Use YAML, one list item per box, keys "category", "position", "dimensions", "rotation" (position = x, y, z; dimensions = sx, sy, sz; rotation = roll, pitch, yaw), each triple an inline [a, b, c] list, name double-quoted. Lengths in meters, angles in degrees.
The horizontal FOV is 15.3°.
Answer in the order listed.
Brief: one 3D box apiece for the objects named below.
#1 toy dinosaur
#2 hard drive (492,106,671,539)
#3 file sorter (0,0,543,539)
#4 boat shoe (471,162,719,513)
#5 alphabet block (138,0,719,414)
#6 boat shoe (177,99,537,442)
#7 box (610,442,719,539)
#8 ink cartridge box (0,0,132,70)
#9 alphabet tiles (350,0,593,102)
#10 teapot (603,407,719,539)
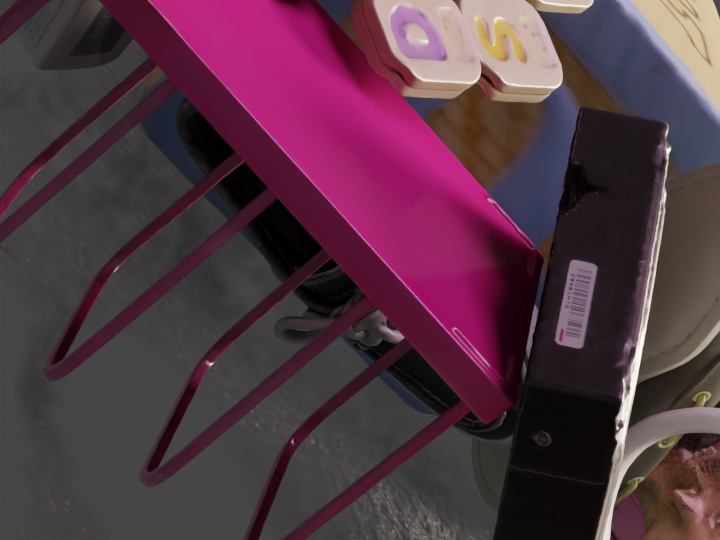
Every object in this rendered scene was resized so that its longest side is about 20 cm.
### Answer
- category: "toy dinosaur"
  position: [0.159, 0.042, 1.197]
  dimensions: [0.135, 0.200, 0.086]
  rotation: [21, -1, 35]
- category: "hard drive"
  position: [0.070, 0.062, 0.935]
  dimensions: [0.038, 0.200, 0.140]
  rotation: [12, 44, 4]
- category: "file sorter"
  position: [-0.053, -0.018, 0.902]
  dimensions: [0.200, 0.125, 0.139]
  rotation: [48, 18, -10]
- category: "boat shoe"
  position: [0.121, 0.031, 1.099]
  dimensions: [0.060, 0.202, 0.072]
  rotation: [8, 46, -34]
- category: "alphabet block"
  position: [0.038, -0.093, 1.182]
  dimensions: [0.196, 0.195, 0.200]
  rotation: [48, 18, -18]
- category: "boat shoe"
  position: [0.002, -0.001, 1.057]
  dimensions: [0.199, 0.074, 0.068]
  rotation: [56, 37, -16]
- category: "box"
  position: [0.233, 0.084, 1.309]
  dimensions: [0.097, 0.200, 0.176]
  rotation: [57, 17, 17]
- category: "ink cartridge box"
  position: [-0.121, -0.204, 1.042]
  dimensions: [0.047, 0.160, 0.200]
  rotation: [-11, 62, -42]
- category: "alphabet tiles"
  position: [0.010, -0.153, 0.975]
  dimensions: [0.195, 0.015, 0.200]
  rotation: [-1, 65, -48]
- category: "teapot"
  position: [0.170, 0.181, 1.043]
  dimensions: [0.200, 0.146, 0.198]
  rotation: [42, 19, -27]
